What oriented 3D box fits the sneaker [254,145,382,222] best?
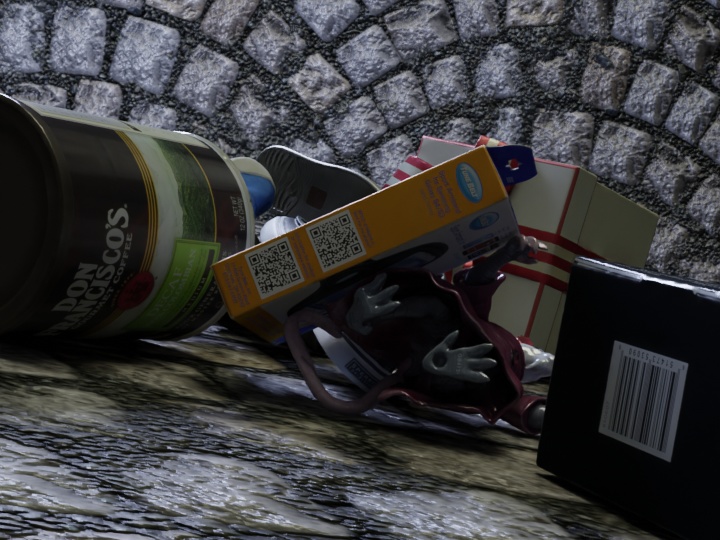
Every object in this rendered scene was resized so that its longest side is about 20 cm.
[{"bbox_3d":[0.004,-0.044,1.320,0.106,0.075,0.200,16,14,-45],"label":"sneaker"}]

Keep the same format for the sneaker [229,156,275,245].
[{"bbox_3d":[-0.106,-0.026,1.208,0.077,0.111,0.200,-30,-12,16],"label":"sneaker"}]

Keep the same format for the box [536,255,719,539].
[{"bbox_3d":[0.228,0.076,0.826,0.196,0.124,0.200,8,4,-23],"label":"box"}]

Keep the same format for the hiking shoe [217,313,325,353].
[{"bbox_3d":[-0.081,0.010,1.275,0.100,0.076,0.200,13,4,-18],"label":"hiking shoe"}]

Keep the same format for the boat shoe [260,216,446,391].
[{"bbox_3d":[0.000,0.000,1.117,0.071,0.091,0.200,44,6,-36],"label":"boat shoe"}]

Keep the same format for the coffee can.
[{"bbox_3d":[-0.180,-0.028,1.016,0.146,0.147,0.200,13,4,29],"label":"coffee can"}]

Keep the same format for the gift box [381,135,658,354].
[{"bbox_3d":[0.116,-0.005,1.379,0.200,0.185,0.187,9,-7,36],"label":"gift box"}]

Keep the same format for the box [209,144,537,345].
[{"bbox_3d":[0.018,-0.016,0.975,0.200,0.042,0.119,-22,-13,6],"label":"box"}]

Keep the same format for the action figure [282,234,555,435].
[{"bbox_3d":[0.068,0.063,0.996,0.149,0.134,0.200,-26,-16,16],"label":"action figure"}]
